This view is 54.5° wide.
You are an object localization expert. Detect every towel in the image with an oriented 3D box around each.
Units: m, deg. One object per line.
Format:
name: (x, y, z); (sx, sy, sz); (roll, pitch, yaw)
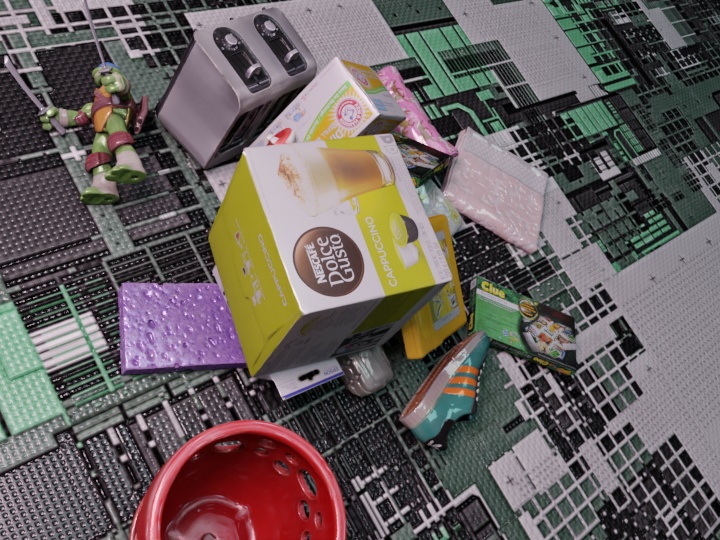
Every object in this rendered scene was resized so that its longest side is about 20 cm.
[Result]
towel: (0.063, -0.090, 1.103); (0.171, 0.048, 0.200); (50, 48, -1)
towel: (0.247, -0.148, 1.260); (0.199, 0.032, 0.192); (28, 54, -11)

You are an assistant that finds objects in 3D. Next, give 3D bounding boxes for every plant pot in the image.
plant pot: (-0.137, 0.276, 0.723); (0.199, 0.183, 0.202); (13, 58, -22)

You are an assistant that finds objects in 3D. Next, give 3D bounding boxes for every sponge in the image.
sponge: (-0.204, 0.072, 0.896); (0.198, 0.030, 0.112); (1, 65, -29)

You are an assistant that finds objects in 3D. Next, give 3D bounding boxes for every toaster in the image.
toaster: (-0.182, -0.255, 0.998); (0.119, 0.200, 0.181); (50, 45, 1)

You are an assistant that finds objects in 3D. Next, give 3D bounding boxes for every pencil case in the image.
pencil case: (0.081, -0.255, 1.196); (0.083, 0.087, 0.201); (-34, 84, -18)

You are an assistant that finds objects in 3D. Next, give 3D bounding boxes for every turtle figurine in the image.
turtle figurine: (-0.355, -0.197, 0.894); (0.143, 0.200, 0.195); (-17, 74, 2)

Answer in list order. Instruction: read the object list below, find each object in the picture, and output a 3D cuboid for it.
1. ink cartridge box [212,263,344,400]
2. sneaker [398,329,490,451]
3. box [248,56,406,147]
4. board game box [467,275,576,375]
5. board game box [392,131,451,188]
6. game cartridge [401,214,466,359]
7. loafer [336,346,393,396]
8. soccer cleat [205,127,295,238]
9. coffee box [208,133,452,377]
ink cartridge box: (-0.108, 0.067, 0.909); (0.099, 0.039, 0.201); (-16, 72, -35)
sneaker: (0.138, 0.172, 1.006); (0.080, 0.071, 0.200); (46, 58, -3)
box: (-0.050, -0.194, 1.001); (0.102, 0.200, 0.112); (54, 24, 8)
board game box: (0.264, 0.090, 1.134); (0.199, 0.023, 0.105); (23, 57, -17)
board game box: (0.034, -0.195, 1.113); (0.199, 0.024, 0.105); (28, 44, 23)
game cartridge: (0.097, 0.016, 0.994); (0.200, 0.032, 0.178); (-22, 101, -65)
loafer: (-0.021, 0.076, 0.973); (0.070, 0.070, 0.201); (-22, 84, -41)
soccer cleat: (-0.133, -0.099, 0.959); (0.085, 0.069, 0.201); (30, 92, -23)
coffee box: (-0.048, -0.016, 0.835); (0.196, 0.200, 0.201); (-11, 69, -29)
